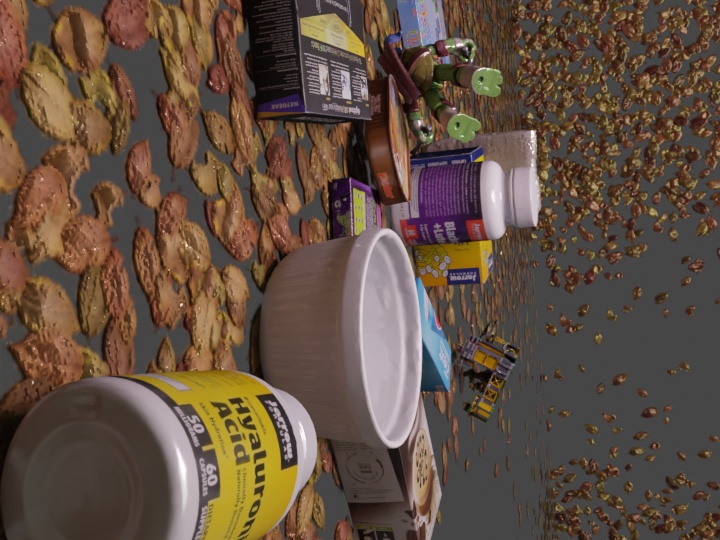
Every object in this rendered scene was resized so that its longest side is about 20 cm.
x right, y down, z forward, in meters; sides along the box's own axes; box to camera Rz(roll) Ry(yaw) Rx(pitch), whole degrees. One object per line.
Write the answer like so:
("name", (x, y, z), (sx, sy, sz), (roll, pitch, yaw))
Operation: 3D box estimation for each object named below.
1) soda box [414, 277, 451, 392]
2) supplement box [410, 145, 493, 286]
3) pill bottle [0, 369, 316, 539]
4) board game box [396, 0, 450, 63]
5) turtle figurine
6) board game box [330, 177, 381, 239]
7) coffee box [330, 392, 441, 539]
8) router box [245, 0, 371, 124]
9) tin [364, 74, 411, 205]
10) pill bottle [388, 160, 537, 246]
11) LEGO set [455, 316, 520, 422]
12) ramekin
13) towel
("soda box", (0.072, 0.093, 1.041), (0.201, 0.063, 0.069), (63, 30, -51))
("supplement box", (0.142, -0.086, 1.210), (0.109, 0.107, 0.203), (-39, 123, -67))
("pill bottle", (-0.100, 0.116, 0.455), (0.200, 0.110, 0.113), (15, 72, -71))
("board game box", (0.108, -0.401, 1.280), (0.200, 0.036, 0.153), (-58, 140, -61))
("turtle figurine", (0.128, -0.249, 1.078), (0.194, 0.143, 0.201), (48, -8, 52))
("board game box", (0.000, 0.000, 0.899), (0.120, 0.032, 0.203), (6, 81, -68))
("coffee box", (0.032, 0.217, 0.871), (0.113, 0.079, 0.202), (-61, 143, -57))
("router box", (-0.047, -0.230, 0.763), (0.200, 0.052, 0.160), (-24, 110, -70))
("tin", (0.036, -0.167, 0.982), (0.201, 0.041, 0.113), (-88, 159, -46))
("pill bottle", (0.147, -0.096, 1.086), (0.111, 0.197, 0.113), (-4, 90, -71))
("LEGO set", (0.225, 0.187, 1.463), (0.200, 0.115, 0.155), (-38, 152, -63))
("ramekin", (-0.016, 0.065, 0.722), (0.200, 0.104, 0.203), (-4, 90, -71))
("towel", (0.197, -0.155, 1.252), (0.034, 0.198, 0.134), (-28, 113, -56))
